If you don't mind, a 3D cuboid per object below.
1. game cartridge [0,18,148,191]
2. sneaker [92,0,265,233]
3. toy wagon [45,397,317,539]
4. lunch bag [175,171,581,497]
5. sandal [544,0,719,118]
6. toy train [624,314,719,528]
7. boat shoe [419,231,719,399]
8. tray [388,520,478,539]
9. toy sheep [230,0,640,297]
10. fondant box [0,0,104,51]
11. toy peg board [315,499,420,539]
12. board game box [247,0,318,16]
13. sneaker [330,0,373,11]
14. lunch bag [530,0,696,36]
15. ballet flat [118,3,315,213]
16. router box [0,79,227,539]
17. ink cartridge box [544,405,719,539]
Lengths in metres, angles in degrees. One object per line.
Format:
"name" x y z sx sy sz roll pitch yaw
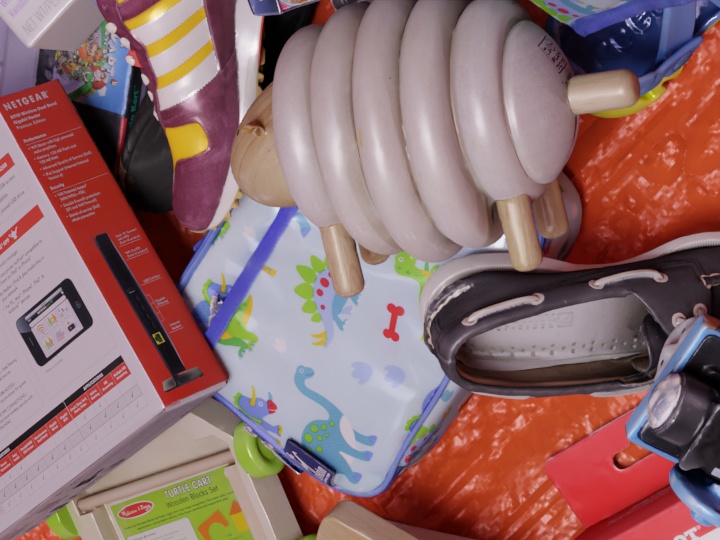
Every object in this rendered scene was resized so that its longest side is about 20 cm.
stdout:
"game cartridge" -0.167 -0.123 1.556 0.129 0.038 0.201 18 111 23
"sneaker" -0.091 -0.116 1.433 0.090 0.075 0.201 4 111 -8
"toy wagon" -0.098 0.119 1.580 0.155 0.040 0.201 -20 95 36
"lunch bag" 0.000 0.000 1.491 0.161 0.082 0.200 40 115 12
"sandal" 0.151 -0.144 1.379 0.079 0.087 0.200 41 115 10
"toy train" 0.213 0.085 1.350 0.199 0.114 0.087 25 113 -15
"boat shoe" 0.129 0.025 1.406 0.199 0.060 0.074 1 119 -8
"tray" 0.033 0.234 1.574 0.107 0.022 0.201 11 109 22
"toy sheep" 0.033 -0.065 1.359 0.199 0.138 0.139 -10 101 18
"fondant box" -0.169 -0.230 1.487 0.144 0.058 0.200 -44 77 17
"toy peg board" 0.030 0.254 1.485 0.199 0.098 0.200 29 130 15
"board game box" 0.025 -0.208 1.366 0.035 0.199 0.136 3 110 64
"sneaker" 0.000 -0.206 1.431 0.077 0.080 0.201 -7 97 12
"lunch bag" 0.090 -0.232 1.306 0.170 0.201 0.127 29 163 -24
"ballet flat" -0.068 -0.114 1.512 0.200 0.066 0.057 -60 34 25
"router box" -0.180 0.028 1.544 0.200 0.049 0.180 -36 80 43
"ink cartridge box" 0.175 0.164 1.464 0.116 0.067 0.200 -33 91 28
